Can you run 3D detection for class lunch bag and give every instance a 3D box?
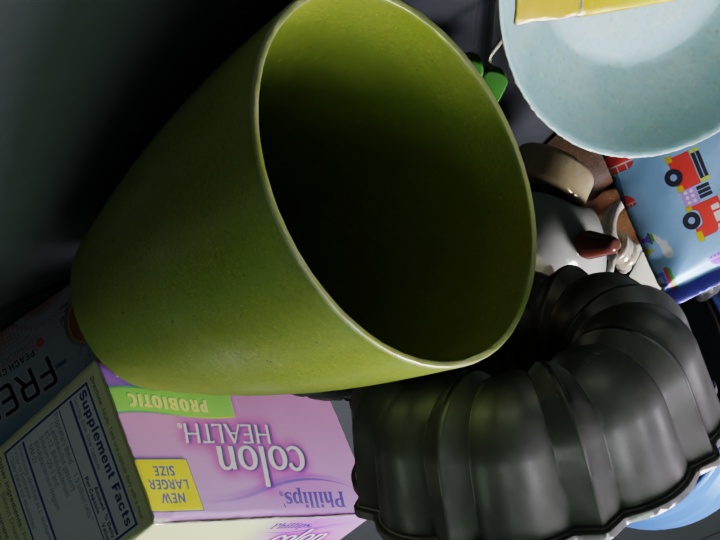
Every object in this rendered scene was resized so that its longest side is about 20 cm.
[{"bbox_3d":[0.224,-0.092,1.063,0.199,0.152,0.094,-24,-178,8],"label":"lunch bag"}]

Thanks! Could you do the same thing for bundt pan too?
[{"bbox_3d":[0.083,0.060,1.010,0.200,0.202,0.076,-21,114,-15],"label":"bundt pan"}]

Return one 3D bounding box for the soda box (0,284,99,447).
[{"bbox_3d":[-0.188,0.075,1.129,0.199,0.064,0.068,-33,156,13],"label":"soda box"}]

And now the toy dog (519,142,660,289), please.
[{"bbox_3d":[0.142,0.008,1.166,0.199,0.096,0.133,15,91,-46],"label":"toy dog"}]

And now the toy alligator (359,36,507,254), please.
[{"bbox_3d":[0.039,-0.074,1.050,0.059,0.054,0.202,-87,-164,-73],"label":"toy alligator"}]

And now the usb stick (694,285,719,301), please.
[{"bbox_3d":[0.211,-0.070,1.197,0.056,0.032,0.201,-56,152,-44],"label":"usb stick"}]

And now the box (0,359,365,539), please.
[{"bbox_3d":[-0.128,0.144,1.121,0.200,0.097,0.175,-39,152,32],"label":"box"}]

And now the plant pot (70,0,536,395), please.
[{"bbox_3d":[-0.047,-0.014,0.988,0.186,0.189,0.199,0,162,-46],"label":"plant pot"}]

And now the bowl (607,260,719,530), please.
[{"bbox_3d":[0.188,0.076,1.361,0.039,0.202,0.201,5,141,-44],"label":"bowl"}]

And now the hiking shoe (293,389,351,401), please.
[{"bbox_3d":[0.000,0.000,1.124,0.200,0.075,0.102,-36,133,-53],"label":"hiking shoe"}]

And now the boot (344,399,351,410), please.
[{"bbox_3d":[0.012,0.079,1.219,0.076,0.169,0.199,-39,154,26],"label":"boot"}]

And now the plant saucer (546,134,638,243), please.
[{"bbox_3d":[0.191,-0.067,1.282,0.199,0.037,0.201,-22,156,-10],"label":"plant saucer"}]

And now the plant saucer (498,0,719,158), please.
[{"bbox_3d":[0.145,-0.155,0.972,0.199,0.039,0.203,-12,119,-23],"label":"plant saucer"}]

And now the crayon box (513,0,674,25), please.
[{"bbox_3d":[0.140,-0.188,0.887,0.199,0.051,0.128,-13,120,-30],"label":"crayon box"}]
